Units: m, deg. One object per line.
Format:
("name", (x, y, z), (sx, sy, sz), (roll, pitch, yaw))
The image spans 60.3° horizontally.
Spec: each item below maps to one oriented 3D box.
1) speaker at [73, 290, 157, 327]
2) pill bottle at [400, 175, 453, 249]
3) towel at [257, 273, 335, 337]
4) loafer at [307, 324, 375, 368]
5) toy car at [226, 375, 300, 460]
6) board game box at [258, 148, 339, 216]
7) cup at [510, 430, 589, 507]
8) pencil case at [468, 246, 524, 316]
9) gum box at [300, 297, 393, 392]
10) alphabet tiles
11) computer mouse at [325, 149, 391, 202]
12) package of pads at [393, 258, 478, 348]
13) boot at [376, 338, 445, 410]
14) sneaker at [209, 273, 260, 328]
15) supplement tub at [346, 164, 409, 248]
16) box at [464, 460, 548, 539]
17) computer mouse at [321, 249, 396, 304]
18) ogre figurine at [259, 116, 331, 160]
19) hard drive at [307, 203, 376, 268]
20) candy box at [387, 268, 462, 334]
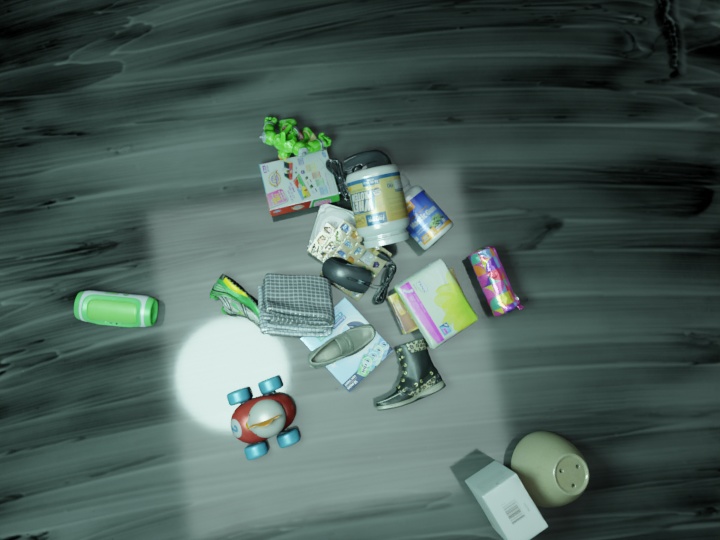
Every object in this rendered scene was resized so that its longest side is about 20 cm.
("speaker", (-0.655, 0.103, 1.667), (0.199, 0.088, 0.089), (6, 82, -3))
("pill bottle", (0.157, -0.166, 1.738), (0.112, 0.112, 0.200), (-41, 87, -8))
("towel", (-0.170, 0.086, 1.648), (0.199, 0.086, 0.166), (6, 43, -15))
("loafer", (-0.048, 0.203, 1.653), (0.199, 0.070, 0.070), (-30, 85, -6))
("toy car", (-0.257, 0.385, 1.597), (0.176, 0.200, 0.185), (-19, 84, -6))
("board game box", (-0.173, -0.248, 1.747), (0.199, 0.040, 0.154), (-13, 70, -5))
("cup", (0.520, 0.530, 1.640), (0.199, 0.143, 0.201), (3, 77, -12))
("pencil case", (0.379, 0.029, 1.742), (0.088, 0.088, 0.201), (-25, 85, -6))
("gum box", (-0.038, 0.204, 1.712), (0.170, 0.045, 0.200), (-42, 87, -8))
("alphabet tiles", (-0.040, -0.037, 1.726), (0.200, 0.008, 0.167), (36, 101, -4))
("computer mouse", (0.014, -0.284, 1.741), (0.199, 0.053, 0.139), (-26, 84, -29))
("package of pads", (0.206, 0.087, 1.676), (0.154, 0.068, 0.201), (-32, 87, -6))
("boot", (0.117, 0.285, 1.699), (0.203, 0.073, 0.154), (-19, 82, -12))
("sneaker", (-0.326, 0.101, 1.700), (0.200, 0.078, 0.085), (39, 89, 11))
("supplement tub", (0.050, -0.170, 1.647), (0.144, 0.145, 0.201), (-13, 95, -5))
("box", (0.373, 0.600, 1.608), (0.106, 0.200, 0.153), (-31, 86, -6))
("computer mouse", (0.000, 0.000, 1.704), (0.199, 0.046, 0.141), (27, 102, -3))
("ogre figurine", (-0.196, -0.370, 1.731), (0.200, 0.098, 0.120), (37, 41, -2))
("hard drive", (-0.037, -0.098, 1.756), (0.199, 0.038, 0.140), (18, 82, -2))
("candy box", (0.188, 0.087, 1.737), (0.199, 0.056, 0.117), (-24, 85, -5))
